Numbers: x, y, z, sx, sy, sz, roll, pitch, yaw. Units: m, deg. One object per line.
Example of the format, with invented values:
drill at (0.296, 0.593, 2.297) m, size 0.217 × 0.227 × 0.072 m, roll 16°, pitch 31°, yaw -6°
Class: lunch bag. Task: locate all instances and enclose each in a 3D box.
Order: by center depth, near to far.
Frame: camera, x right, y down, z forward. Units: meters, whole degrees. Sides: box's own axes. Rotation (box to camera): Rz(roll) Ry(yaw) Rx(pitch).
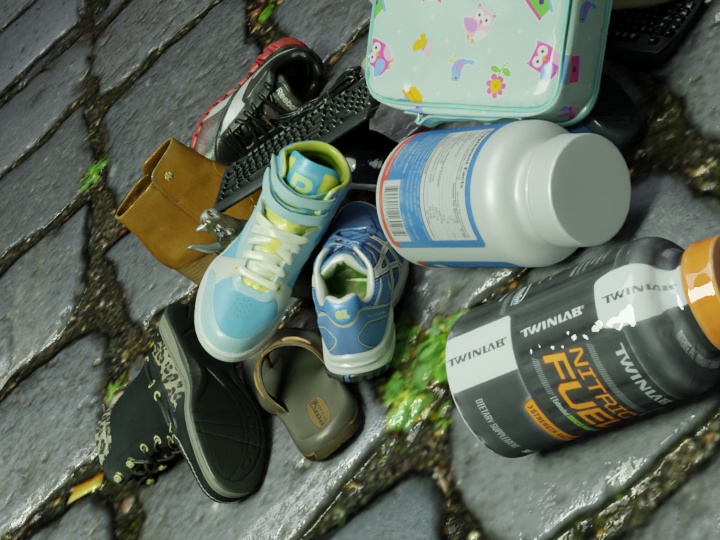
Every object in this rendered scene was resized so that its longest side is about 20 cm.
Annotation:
lunch bag at (0.098, -0.190, 1.302) m, size 0.199 × 0.077 × 0.162 m, roll 9°, pitch 95°, yaw 39°

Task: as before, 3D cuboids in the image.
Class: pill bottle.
pill bottle at (0.160, 0.044, 1.060) m, size 0.199 × 0.106 × 0.107 m, roll -25°, pitch 33°, yaw 35°
pill bottle at (0.110, -0.058, 1.268) m, size 0.200 × 0.112 × 0.113 m, roll 1°, pitch 52°, yaw 54°

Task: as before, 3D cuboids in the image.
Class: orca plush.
orca plush at (-0.004, -0.111, 1.505) m, size 0.105 × 0.072 × 0.200 m, roll -14°, pitch 21°, yaw -16°

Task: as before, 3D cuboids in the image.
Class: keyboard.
keyboard at (0.188, -0.215, 1.408) m, size 0.199 × 0.040 × 0.104 m, roll 16°, pitch 68°, yaw 46°
keyboard at (-0.054, -0.133, 1.538) m, size 0.199 × 0.021 × 0.127 m, roll -29°, pitch 24°, yaw 28°

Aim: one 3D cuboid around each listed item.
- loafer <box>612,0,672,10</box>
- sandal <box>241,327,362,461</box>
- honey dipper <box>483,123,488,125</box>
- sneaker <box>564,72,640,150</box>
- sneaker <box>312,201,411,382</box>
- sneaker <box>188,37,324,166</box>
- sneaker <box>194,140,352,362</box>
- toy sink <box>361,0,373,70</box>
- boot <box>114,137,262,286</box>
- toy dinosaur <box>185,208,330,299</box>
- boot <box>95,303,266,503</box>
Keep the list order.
loafer at (0.201, -0.252, 1.364) m, size 0.199 × 0.068 × 0.076 m, roll -19°, pitch 30°, yaw -15°
sandal at (-0.058, 0.092, 1.363) m, size 0.082 × 0.055 × 0.200 m, roll -44°, pitch 27°, yaw 4°
honey dipper at (0.128, -0.150, 1.463) m, size 0.038 × 0.038 × 0.200 m, roll -31°, pitch 26°, yaw 26°
sneaker at (0.154, -0.140, 1.361) m, size 0.200 × 0.066 × 0.079 m, roll 45°, pitch 129°, yaw 40°
sneaker at (0.000, 0.000, 1.360) m, size 0.075 × 0.077 × 0.201 m, roll -9°, pitch 37°, yaw 6°
sneaker at (-0.110, -0.171, 1.788) m, size 0.201 × 0.071 × 0.098 m, roll -50°, pitch 25°, yaw -12°
sneaker at (-0.072, -0.028, 1.371) m, size 0.201 × 0.079 × 0.131 m, roll -65°, pitch 2°, yaw -32°
toy sink at (0.059, -0.294, 1.670) m, size 0.200 × 0.112 × 0.130 m, roll -45°, pitch 26°, yaw 2°
boot at (-0.133, -0.086, 1.620) m, size 0.201 × 0.144 × 0.071 m, roll -48°, pitch 27°, yaw -6°
toy dinosaur at (-0.052, -0.012, 1.497) m, size 0.199 × 0.077 × 0.103 m, roll 27°, pitch 76°, yaw 30°
boot at (-0.158, 0.149, 1.420) m, size 0.154 × 0.073 × 0.204 m, roll -52°, pitch 42°, yaw 30°
